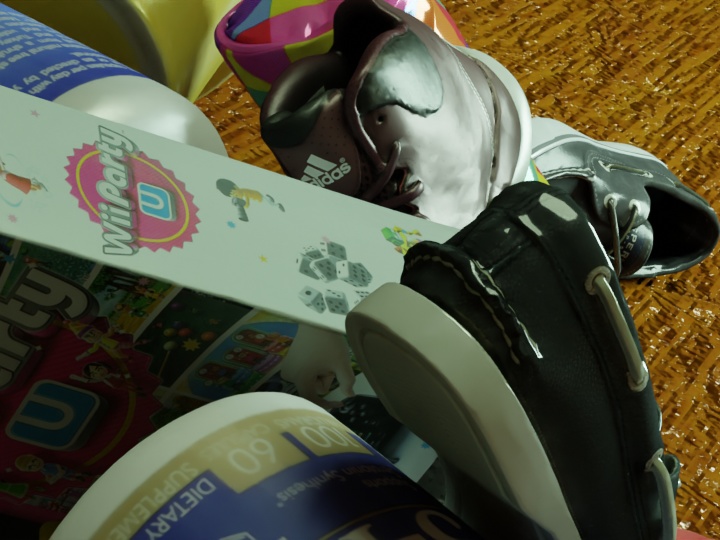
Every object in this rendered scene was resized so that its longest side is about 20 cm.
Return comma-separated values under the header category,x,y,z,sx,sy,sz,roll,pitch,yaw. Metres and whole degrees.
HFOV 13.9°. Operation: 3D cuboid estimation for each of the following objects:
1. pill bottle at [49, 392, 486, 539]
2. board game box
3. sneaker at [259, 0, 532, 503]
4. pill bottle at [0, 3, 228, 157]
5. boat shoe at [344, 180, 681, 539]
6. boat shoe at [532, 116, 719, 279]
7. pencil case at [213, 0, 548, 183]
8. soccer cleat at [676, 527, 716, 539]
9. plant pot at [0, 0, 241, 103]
category,x,y,z,sx,sy,sz,roll,pitch,yaw
pill bottle,0.015,0.130,0.732,0.200,0.120,0.120,37,22,32
board game box,-0.084,0.029,0.827,0.200,0.148,0.064,17,41,-24
sneaker,0.000,0.000,0.972,0.076,0.200,0.115,-12,-29,28
pill bottle,-0.113,-0.022,0.960,0.200,0.112,0.112,28,17,34
boat shoe,0.056,0.053,0.774,0.076,0.060,0.200,39,-15,30
boat shoe,0.108,-0.022,1.356,0.066,0.070,0.200,32,12,26
pencil case,0.024,-0.037,1.114,0.200,0.088,0.088,58,4,-26
soccer cleat,0.052,0.116,0.926,0.076,0.067,0.200,6,9,36
plant pot,-0.123,-0.120,1.151,0.201,0.201,0.189,21,34,-10
